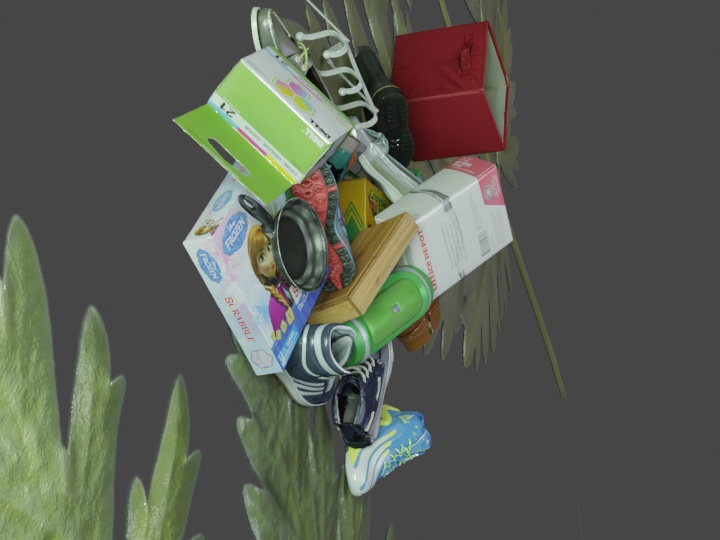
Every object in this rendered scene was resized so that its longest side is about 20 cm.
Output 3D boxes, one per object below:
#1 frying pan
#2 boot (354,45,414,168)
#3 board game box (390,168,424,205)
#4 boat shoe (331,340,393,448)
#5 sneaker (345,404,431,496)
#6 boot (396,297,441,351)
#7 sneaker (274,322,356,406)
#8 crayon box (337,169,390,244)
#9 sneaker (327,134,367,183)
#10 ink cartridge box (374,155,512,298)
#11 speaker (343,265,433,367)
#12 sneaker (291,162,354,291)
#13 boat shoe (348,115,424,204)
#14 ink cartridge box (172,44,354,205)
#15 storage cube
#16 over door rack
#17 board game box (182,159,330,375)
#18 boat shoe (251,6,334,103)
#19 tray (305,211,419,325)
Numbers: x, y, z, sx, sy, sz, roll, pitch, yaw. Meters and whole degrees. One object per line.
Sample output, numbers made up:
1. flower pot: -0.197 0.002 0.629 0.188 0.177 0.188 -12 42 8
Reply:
1. frying pan: -0.092 -0.028 1.387 0.190 0.031 0.115 -3 84 -61
2. boot: 0.032 -0.254 1.931 0.200 0.077 0.139 96 -23 -48
3. board game box: 0.080 -0.051 1.993 0.135 0.029 0.200 -49 136 -33
4. boat shoe: 0.002 0.150 1.714 0.093 0.074 0.201 62 29 -64
5. sneaker: 0.045 0.262 1.769 0.200 0.105 0.076 -64 144 -57
6. boot: 0.113 0.029 1.968 0.200 0.077 0.155 -51 134 -20
7. sneaker: -0.044 0.125 1.537 0.200 0.108 0.070 54 36 -57
8. crayon box: 0.006 -0.060 1.823 0.127 0.051 0.201 29 58 -67
9. sneaker: -0.042 -0.167 1.701 0.080 0.071 0.200 -54 179 6
10. ink cartridge box: 0.131 -0.065 1.839 0.200 0.083 0.147 -35 126 -26
11. speaker: 0.023 0.064 1.707 0.200 0.088 0.089 -34 119 -46
12. sneaker: -0.062 -0.075 1.564 0.096 0.079 0.201 -98 176 -64
13. boat shoe: 0.042 -0.168 1.850 0.202 0.065 0.074 50 9 -19
14. ink cartridge box: -0.107 -0.171 1.376 0.148 0.076 0.200 43 25 -2
15. storage cube: 0.163 -0.325 2.152 0.200 0.179 0.171 58 32 -51
16. over door rack: -0.046 -0.306 1.680 0.148 0.066 0.200 64 2 -46
17. board game box: -0.117 -0.015 1.416 0.200 0.041 0.200 64 30 -31
18. boat shoe: -0.090 -0.274 1.583 0.202 0.060 0.072 64 28 -47
19. tray: 0.000 0.000 1.649 0.037 0.099 0.200 51 44 -18
